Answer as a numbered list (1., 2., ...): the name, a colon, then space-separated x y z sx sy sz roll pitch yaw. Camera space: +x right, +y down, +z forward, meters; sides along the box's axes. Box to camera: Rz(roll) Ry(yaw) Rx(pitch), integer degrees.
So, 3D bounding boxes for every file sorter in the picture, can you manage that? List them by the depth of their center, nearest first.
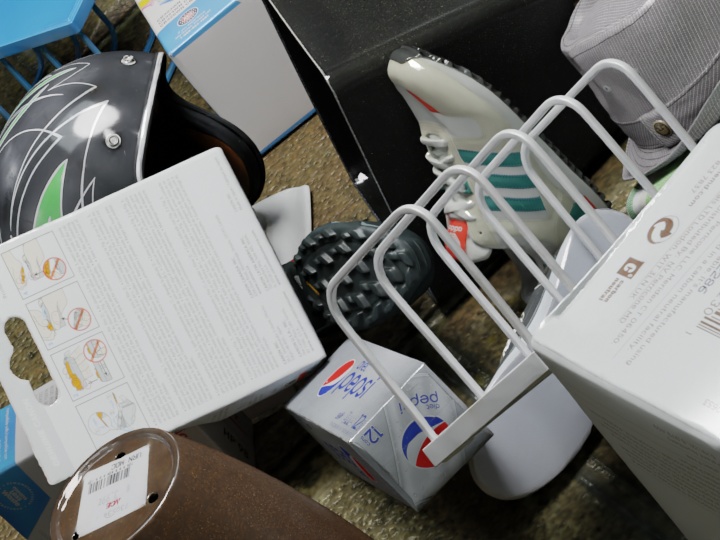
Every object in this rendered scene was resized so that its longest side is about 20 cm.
1. file sorter: 0.098 -0.010 1.410 0.200 0.125 0.139 -36 -7 -37
2. file sorter: -0.264 -0.200 2.142 0.200 0.123 0.139 -13 43 36

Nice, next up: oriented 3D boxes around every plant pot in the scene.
1. plant pot: -0.087 0.188 1.454 0.187 0.200 0.187 -27 36 21
2. plant pot: 0.063 -0.133 1.697 0.177 0.200 0.200 -28 33 -3

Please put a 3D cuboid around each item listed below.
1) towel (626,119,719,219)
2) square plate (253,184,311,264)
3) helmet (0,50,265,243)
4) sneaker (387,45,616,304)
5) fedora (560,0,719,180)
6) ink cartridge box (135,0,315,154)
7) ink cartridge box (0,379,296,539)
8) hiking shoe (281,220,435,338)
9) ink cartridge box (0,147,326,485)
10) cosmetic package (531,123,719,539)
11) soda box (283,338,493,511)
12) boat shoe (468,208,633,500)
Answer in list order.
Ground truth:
1. towel: 0.241 -0.096 1.527 0.149 0.031 0.200 -52 5 -11
2. square plate: -0.122 0.035 1.820 0.198 0.028 0.200 -28 36 19
3. helmet: -0.171 -0.053 1.739 0.200 0.191 0.200 -46 19 21
4. sneaker: 0.077 -0.056 1.576 0.093 0.200 0.070 -50 26 -3
5. fedora: 0.188 -0.154 1.561 0.177 0.090 0.200 -64 13 -16
6. ink cartridge box: -0.097 -0.210 1.984 0.128 0.125 0.200 -39 34 3
7. ink cartridge box: -0.152 0.115 1.677 0.200 0.116 0.067 -30 35 18
8. hiking shoe: 0.000 0.000 1.641 0.087 0.075 0.200 -21 1 -31
9. ink cartridge box: -0.145 0.033 1.604 0.200 0.162 0.050 -25 -9 -12
10. cosmetic package: 0.232 0.062 1.279 0.167 0.200 0.166 -47 35 -11
11. soda box: 0.014 0.092 1.526 0.068 0.063 0.200 -46 11 -7
12. boat shoe: 0.122 0.056 1.531 0.200 0.069 0.057 -63 3 -18
